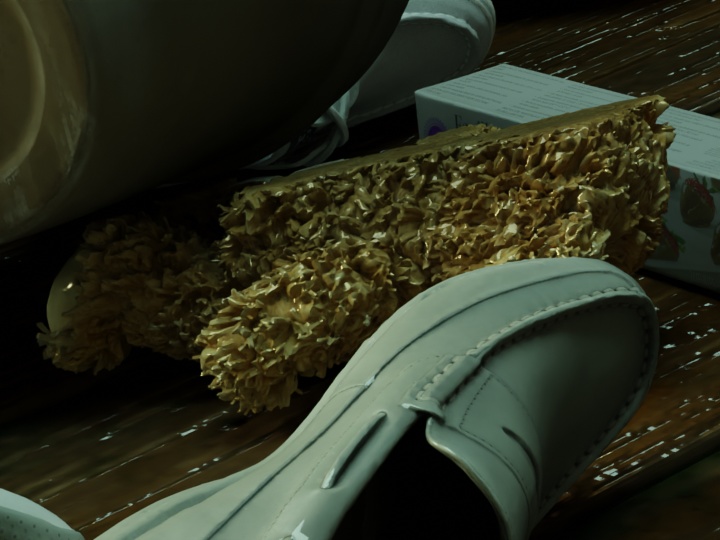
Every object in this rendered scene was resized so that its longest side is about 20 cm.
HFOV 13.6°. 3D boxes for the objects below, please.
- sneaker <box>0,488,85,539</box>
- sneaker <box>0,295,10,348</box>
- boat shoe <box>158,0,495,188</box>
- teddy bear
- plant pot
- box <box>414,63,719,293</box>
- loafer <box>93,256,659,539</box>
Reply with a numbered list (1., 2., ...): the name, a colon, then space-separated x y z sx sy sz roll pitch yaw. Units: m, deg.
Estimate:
1. sneaker: -0.157 0.074 0.706 0.199 0.071 0.080 -7 16 8
2. sneaker: -0.164 0.003 0.953 0.087 0.074 0.200 -38 22 14
3. boat shoe: -0.038 -0.064 1.069 0.199 0.072 0.069 -6 42 -23
4. teddy bear: 0.000 0.000 0.880 0.199 0.067 0.145 -12 8 12
5. plant pot: -0.098 -0.094 0.897 0.199 0.201 0.174 -1 26 22
6. box: 0.087 -0.028 0.936 0.041 0.039 0.200 -18 21 -29
7. loafer: 0.013 0.057 0.690 0.070 0.070 0.200 14 36 38
